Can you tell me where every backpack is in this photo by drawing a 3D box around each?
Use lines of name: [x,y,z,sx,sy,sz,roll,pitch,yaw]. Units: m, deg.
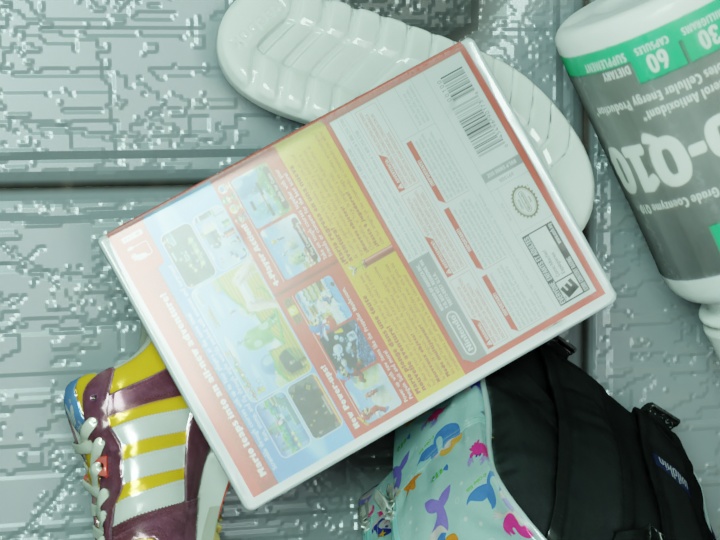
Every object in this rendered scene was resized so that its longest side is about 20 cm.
backpack: [0.090,0.140,0.861,0.177,0.200,0.151,36,105,-17]

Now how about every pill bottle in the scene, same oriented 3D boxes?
pill bottle: [0.187,-0.054,0.912,0.113,0.113,0.200,-30,102,-11]

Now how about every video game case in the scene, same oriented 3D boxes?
video game case: [0.000,0.000,0.838,0.200,0.017,0.143,-29,89,-9]

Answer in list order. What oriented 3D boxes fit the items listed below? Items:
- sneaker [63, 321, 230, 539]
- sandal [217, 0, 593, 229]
sneaker: [-0.108,0.097,0.847,0.090,0.075,0.200,27,59,-14]
sandal: [0.024,-0.078,0.895,0.202,0.050,0.083,30,72,-4]
